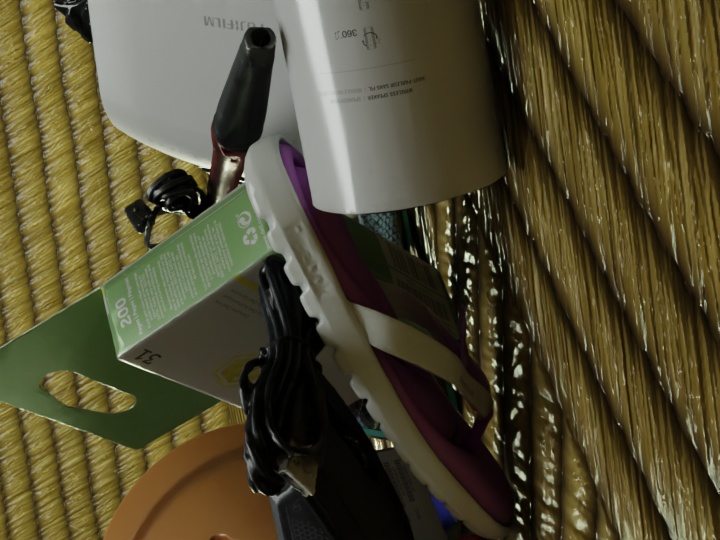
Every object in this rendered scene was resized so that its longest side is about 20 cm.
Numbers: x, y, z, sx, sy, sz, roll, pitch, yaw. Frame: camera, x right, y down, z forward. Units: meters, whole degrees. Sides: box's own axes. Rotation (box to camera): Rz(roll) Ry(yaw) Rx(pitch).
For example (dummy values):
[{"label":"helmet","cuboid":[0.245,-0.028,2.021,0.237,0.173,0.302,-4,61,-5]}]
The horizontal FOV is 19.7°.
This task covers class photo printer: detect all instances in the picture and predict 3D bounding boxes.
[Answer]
[{"label":"photo printer","cuboid":[-0.044,-0.131,0.915,0.070,0.165,0.201,-53,-32,-51]}]

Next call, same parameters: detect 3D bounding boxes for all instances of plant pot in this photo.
[{"label":"plant pot","cuboid":[-0.043,0.202,1.209,0.140,0.199,0.201,-157,59,-67]}]

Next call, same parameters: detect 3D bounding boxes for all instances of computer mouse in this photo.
[{"label":"computer mouse","cuboid":[-0.006,0.105,0.873,0.139,0.052,0.201,-90,-9,-56]}]

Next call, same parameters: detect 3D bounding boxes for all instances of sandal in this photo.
[{"label":"sandal","cuboid":[0.020,0.027,0.863,0.203,0.050,0.083,56,-165,-17]}]

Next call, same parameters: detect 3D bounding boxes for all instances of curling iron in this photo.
[{"label":"curling iron","cuboid":[-0.061,-0.053,0.881,0.026,0.049,0.200,58,156,8]}]

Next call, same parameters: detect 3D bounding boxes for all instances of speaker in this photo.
[{"label":"speaker","cuboid":[0.002,-0.125,0.796,0.081,0.081,0.201,-124,21,-75]}]

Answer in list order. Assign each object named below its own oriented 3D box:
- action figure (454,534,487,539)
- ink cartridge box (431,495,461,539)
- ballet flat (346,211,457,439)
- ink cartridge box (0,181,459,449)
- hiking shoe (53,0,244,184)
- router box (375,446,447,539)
[{"label":"action figure","cuboid":[0.040,0.201,0.837,0.065,0.098,0.201,128,140,-54]},{"label":"ink cartridge box","cuboid":[0.037,0.191,1.108,0.099,0.039,0.201,-127,31,-78]},{"label":"ballet flat","cuboid":[0.000,0.000,1.078,0.074,0.074,0.201,91,169,-52]},{"label":"ink cartridge box","cuboid":[-0.073,0.041,0.979,0.145,0.200,0.048,28,-144,-50]},{"label":"hiking shoe","cuboid":[-0.069,-0.123,1.057,0.200,0.075,0.101,49,-124,-37]},{"label":"router box","cuboid":[0.019,0.217,1.011,0.180,0.049,0.201,108,146,-54]}]
